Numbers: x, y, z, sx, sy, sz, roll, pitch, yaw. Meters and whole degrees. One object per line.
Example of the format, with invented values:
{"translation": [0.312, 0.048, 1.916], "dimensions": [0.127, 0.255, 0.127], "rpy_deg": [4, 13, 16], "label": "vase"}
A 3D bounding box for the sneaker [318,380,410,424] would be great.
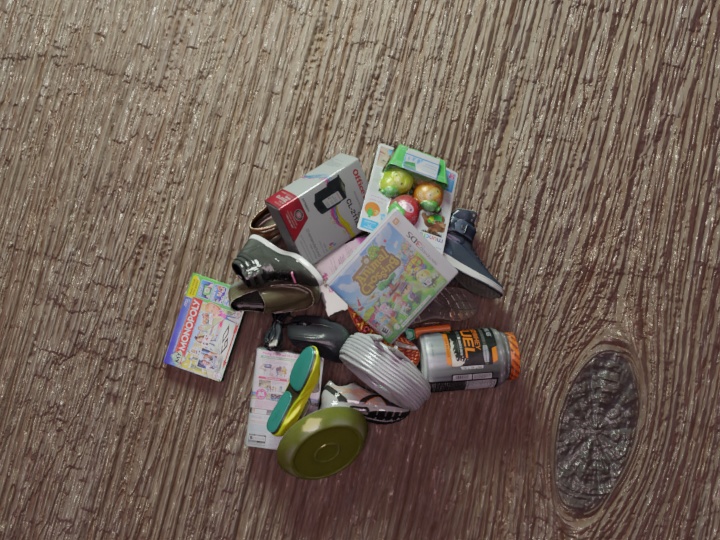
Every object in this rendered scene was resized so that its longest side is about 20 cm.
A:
{"translation": [0.011, 0.275, 1.273], "dimensions": [0.197, 0.074, 0.081], "rpy_deg": [9, 52, -11], "label": "sneaker"}

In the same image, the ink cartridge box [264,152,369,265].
{"translation": [-0.073, -0.126, 1.237], "dimensions": [0.199, 0.083, 0.147], "rpy_deg": [-35, 121, -16], "label": "ink cartridge box"}

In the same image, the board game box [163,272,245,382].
{"translation": [-0.329, 0.122, 1.304], "dimensions": [0.133, 0.029, 0.203], "rpy_deg": [18, 87, 0], "label": "board game box"}

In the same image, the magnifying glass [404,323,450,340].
{"translation": [0.097, 0.139, 1.304], "dimensions": [0.197, 0.022, 0.081], "rpy_deg": [-7, 89, -2], "label": "magnifying glass"}

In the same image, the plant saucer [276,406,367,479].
{"translation": [-0.071, 0.360, 1.223], "dimensions": [0.197, 0.031, 0.202], "rpy_deg": [-14, 129, -18], "label": "plant saucer"}

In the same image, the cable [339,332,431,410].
{"translation": [0.049, 0.201, 1.186], "dimensions": [0.200, 0.199, 0.070], "rpy_deg": [43, 74, -19], "label": "cable"}

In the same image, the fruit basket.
{"translation": [0.102, -0.147, 1.219], "dimensions": [0.183, 0.094, 0.202], "rpy_deg": [19, 62, -8], "label": "fruit basket"}

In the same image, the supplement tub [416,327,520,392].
{"translation": [0.220, 0.184, 1.249], "dimensions": [0.197, 0.123, 0.125], "rpy_deg": [-4, 87, -3], "label": "supplement tub"}

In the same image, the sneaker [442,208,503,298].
{"translation": [0.238, -0.042, 1.276], "dimensions": [0.201, 0.077, 0.148], "rpy_deg": [31, 68, -13], "label": "sneaker"}

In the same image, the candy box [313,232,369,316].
{"translation": [0.000, 0.000, 1.293], "dimensions": [0.197, 0.061, 0.138], "rpy_deg": [-20, 89, -2], "label": "candy box"}

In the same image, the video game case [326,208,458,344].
{"translation": [0.063, 0.014, 1.184], "dimensions": [0.182, 0.022, 0.200], "rpy_deg": [43, 93, -11], "label": "video game case"}

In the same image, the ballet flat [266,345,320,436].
{"translation": [-0.120, 0.246, 1.215], "dimensions": [0.067, 0.067, 0.202], "rpy_deg": [23, 97, -36], "label": "ballet flat"}

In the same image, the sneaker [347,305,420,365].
{"translation": [0.040, 0.128, 1.253], "dimensions": [0.073, 0.077, 0.201], "rpy_deg": [-40, 93, -10], "label": "sneaker"}

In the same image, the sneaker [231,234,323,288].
{"translation": [-0.172, 0.008, 1.207], "dimensions": [0.198, 0.071, 0.099], "rpy_deg": [26, 59, 23], "label": "sneaker"}

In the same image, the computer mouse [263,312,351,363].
{"translation": [-0.096, 0.132, 1.260], "dimensions": [0.197, 0.139, 0.053], "rpy_deg": [19, 123, -6], "label": "computer mouse"}

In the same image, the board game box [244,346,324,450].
{"translation": [-0.158, 0.272, 1.277], "dimensions": [0.145, 0.064, 0.203], "rpy_deg": [7, 88, 0], "label": "board game box"}

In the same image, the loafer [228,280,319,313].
{"translation": [-0.182, 0.063, 1.247], "dimensions": [0.197, 0.070, 0.076], "rpy_deg": [-5, 117, 7], "label": "loafer"}

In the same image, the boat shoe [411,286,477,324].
{"translation": [0.154, 0.077, 1.284], "dimensions": [0.197, 0.072, 0.077], "rpy_deg": [0, 78, -20], "label": "boat shoe"}

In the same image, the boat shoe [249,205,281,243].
{"translation": [-0.152, -0.130, 1.281], "dimensions": [0.199, 0.072, 0.076], "rpy_deg": [-40, 68, -2], "label": "boat shoe"}

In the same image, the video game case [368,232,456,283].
{"translation": [0.119, -0.029, 1.270], "dimensions": [0.198, 0.019, 0.145], "rpy_deg": [-12, 86, -29], "label": "video game case"}
